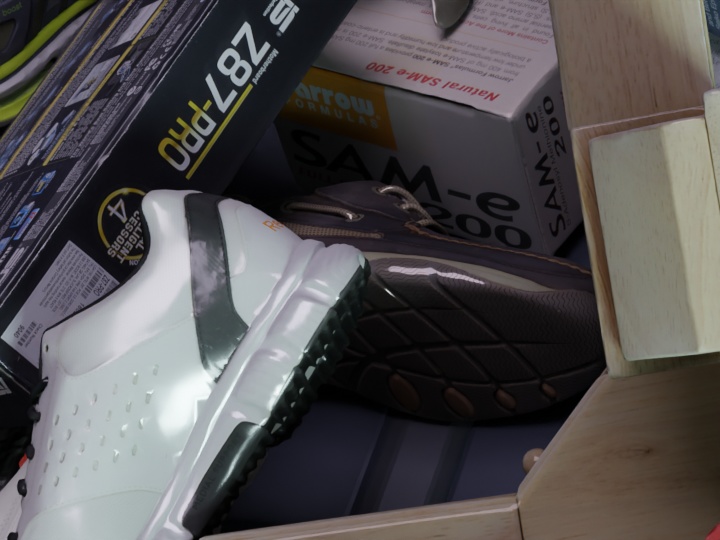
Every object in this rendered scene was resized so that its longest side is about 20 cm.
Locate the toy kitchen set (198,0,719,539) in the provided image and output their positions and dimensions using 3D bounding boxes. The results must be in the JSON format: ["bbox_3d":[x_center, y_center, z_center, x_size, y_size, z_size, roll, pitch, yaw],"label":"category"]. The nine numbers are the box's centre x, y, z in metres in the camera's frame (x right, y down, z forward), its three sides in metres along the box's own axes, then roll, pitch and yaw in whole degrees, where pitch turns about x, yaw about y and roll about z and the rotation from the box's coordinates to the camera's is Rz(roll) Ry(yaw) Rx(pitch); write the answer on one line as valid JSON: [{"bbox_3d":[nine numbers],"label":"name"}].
[{"bbox_3d":[0.029,0.012,0.728,0.179,0.201,0.163,-9,-1,9],"label":"toy kitchen set"}]

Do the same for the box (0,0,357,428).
[{"bbox_3d":[-0.097,-0.033,0.906,0.161,0.049,0.201,-10,43,59],"label":"box"}]

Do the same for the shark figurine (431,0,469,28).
[{"bbox_3d":[-0.037,-0.146,0.940,0.089,0.213,0.129,-33,52,53],"label":"shark figurine"}]

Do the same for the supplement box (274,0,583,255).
[{"bbox_3d":[0.070,-0.105,0.981,0.126,0.074,0.200,18,52,36],"label":"supplement box"}]

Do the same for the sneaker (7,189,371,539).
[{"bbox_3d":[-0.077,0.065,0.786,0.080,0.074,0.201,30,78,8],"label":"sneaker"}]

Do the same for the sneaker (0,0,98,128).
[{"bbox_3d":[-0.137,-0.148,1.103,0.073,0.081,0.200,8,48,27],"label":"sneaker"}]

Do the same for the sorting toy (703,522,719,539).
[{"bbox_3d":[0.102,0.158,0.603,0.200,0.070,0.199,-41,56,9],"label":"sorting toy"}]

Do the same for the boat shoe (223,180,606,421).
[{"bbox_3d":[0.000,0.000,0.896,0.199,0.075,0.074,6,47,24],"label":"boat shoe"}]

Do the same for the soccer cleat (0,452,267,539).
[{"bbox_3d":[-0.115,0.105,0.836,0.199,0.069,0.078,-27,46,2],"label":"soccer cleat"}]

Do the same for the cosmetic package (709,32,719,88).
[{"bbox_3d":[0.175,-0.062,0.886,0.101,0.071,0.200,17,53,35],"label":"cosmetic package"}]

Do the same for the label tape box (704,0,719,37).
[{"bbox_3d":[0.123,-0.147,0.823,0.066,0.144,0.200,-35,43,-18],"label":"label tape box"}]
